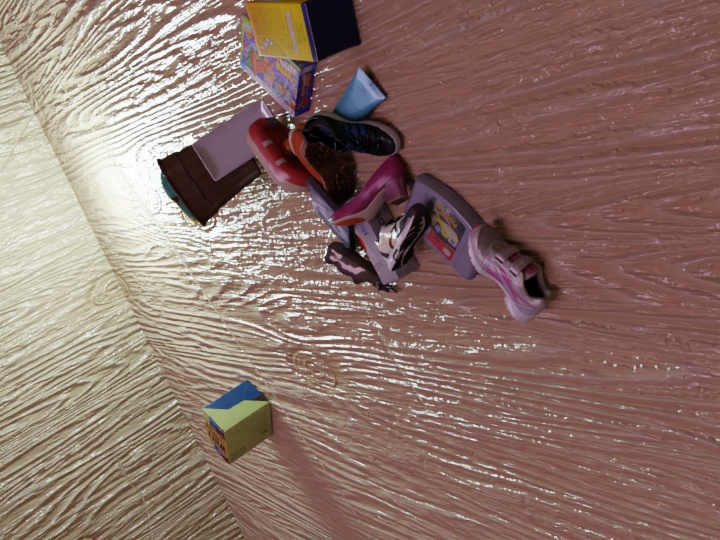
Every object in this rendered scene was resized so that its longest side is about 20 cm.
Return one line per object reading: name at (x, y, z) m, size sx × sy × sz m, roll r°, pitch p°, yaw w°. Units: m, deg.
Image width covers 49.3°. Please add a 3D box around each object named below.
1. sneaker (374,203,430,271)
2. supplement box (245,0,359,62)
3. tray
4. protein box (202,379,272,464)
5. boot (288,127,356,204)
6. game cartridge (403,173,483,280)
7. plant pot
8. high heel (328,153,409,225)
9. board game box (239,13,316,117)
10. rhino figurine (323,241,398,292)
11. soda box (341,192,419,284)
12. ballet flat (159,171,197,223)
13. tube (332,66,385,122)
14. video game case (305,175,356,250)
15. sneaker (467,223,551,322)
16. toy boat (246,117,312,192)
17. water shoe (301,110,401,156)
sneaker at (0.075, -0.076, 1.548) m, size 0.080 × 0.074 × 0.200 m, roll 52°, pitch 149°, yaw 15°
supplement box at (-0.112, -0.473, 1.503) m, size 0.200 × 0.109 × 0.110 m, roll 22°, pitch 134°, yaw 46°
tray at (-0.286, -0.306, 1.851) m, size 0.108 × 0.200 × 0.022 m, roll 57°, pitch 180°, yaw 3°
protein box at (-0.433, 0.537, 2.783) m, size 0.135 × 0.198 × 0.200 m, roll 38°, pitch 144°, yaw 32°
boot at (-0.082, -0.228, 1.685) m, size 0.107 × 0.075 × 0.200 m, roll 38°, pitch 168°, yaw 46°
game cartridge at (0.167, -0.088, 1.507) m, size 0.200 × 0.041 × 0.133 m, roll 46°, pitch 144°, yaw 21°
plant pot at (-0.365, -0.247, 1.945) m, size 0.201 × 0.198 × 0.200 m, roll 56°, pitch 180°, yaw 0°
high heel at (0.012, -0.158, 1.592) m, size 0.199 × 0.067 × 0.097 m, roll -20°, pitch 72°, yaw 29°
board game box at (-0.182, -0.446, 1.692) m, size 0.200 × 0.045 × 0.135 m, roll 46°, pitch 147°, yaw 22°
rhino figurine at (0.000, 0.000, 1.782) m, size 0.200 × 0.060 × 0.087 m, roll 32°, pitch 168°, yaw 13°
soda box at (0.041, -0.074, 1.675) m, size 0.068 × 0.063 × 0.201 m, roll -20°, pitch 99°, yaw 60°
ballet flat at (-0.553, -0.227, 2.426) m, size 0.200 × 0.067 × 0.067 m, roll 53°, pitch 170°, yaw 7°
tube at (-0.020, -0.320, 1.569) m, size 0.077 × 0.050 × 0.200 m, roll 44°, pitch 146°, yaw -3°
video game case at (-0.063, -0.122, 1.752) m, size 0.143 × 0.019 × 0.200 m, roll 49°, pitch 173°, yaw 12°
sneaker at (0.272, -0.006, 1.389) m, size 0.200 × 0.081 × 0.088 m, roll 51°, pitch 149°, yaw -3°
toy boat at (-0.152, -0.275, 1.753) m, size 0.131 × 0.130 × 0.200 m, roll -40°, pitch 81°, yaw 30°
water shoe at (-0.020, -0.253, 1.541) m, size 0.199 × 0.079 × 0.072 m, roll 17°, pitch 138°, yaw 20°
